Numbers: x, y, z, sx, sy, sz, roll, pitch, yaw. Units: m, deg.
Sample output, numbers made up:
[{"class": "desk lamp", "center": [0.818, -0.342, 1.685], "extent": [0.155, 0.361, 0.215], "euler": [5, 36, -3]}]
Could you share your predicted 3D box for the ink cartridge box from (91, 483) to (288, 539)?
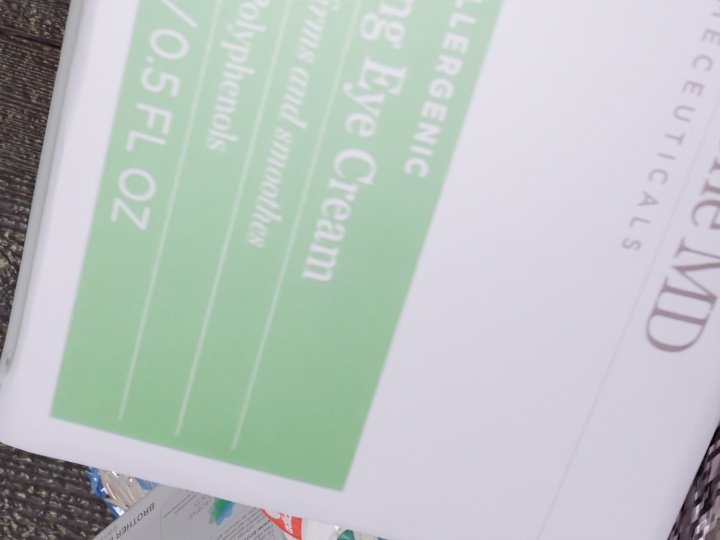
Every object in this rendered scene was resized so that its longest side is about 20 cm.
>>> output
[{"class": "ink cartridge box", "center": [-0.045, 0.162, 0.719], "extent": [0.136, 0.076, 0.200], "euler": [-40, 32, 22]}]

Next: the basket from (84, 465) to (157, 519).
[{"class": "basket", "center": [-0.073, 0.101, 1.121], "extent": [0.139, 0.177, 0.200], "euler": [-38, 16, -15]}]

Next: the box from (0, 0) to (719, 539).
[{"class": "box", "center": [0.020, -0.066, 0.518], "extent": [0.200, 0.171, 0.199], "euler": [-84, 9, -56]}]

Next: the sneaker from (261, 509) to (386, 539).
[{"class": "sneaker", "center": [0.005, 0.098, 0.667], "extent": [0.200, 0.093, 0.070], "euler": [-80, 6, -46]}]
